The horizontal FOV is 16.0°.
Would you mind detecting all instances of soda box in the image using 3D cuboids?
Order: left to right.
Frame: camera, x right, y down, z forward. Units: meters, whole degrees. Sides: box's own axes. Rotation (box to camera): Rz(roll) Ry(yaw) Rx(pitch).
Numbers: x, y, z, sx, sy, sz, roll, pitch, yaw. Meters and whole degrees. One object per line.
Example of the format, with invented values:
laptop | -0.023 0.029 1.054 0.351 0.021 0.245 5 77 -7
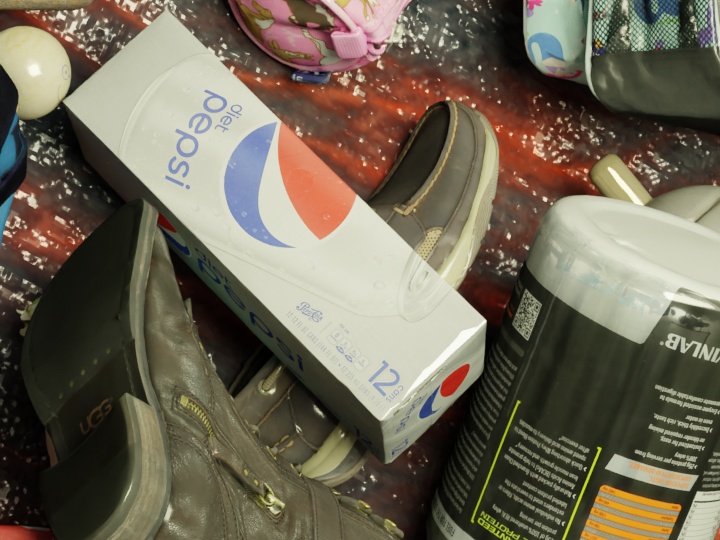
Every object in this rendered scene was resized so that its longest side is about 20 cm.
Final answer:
soda box | -0.036 -0.015 1.086 0.063 0.068 0.200 -42 73 -12

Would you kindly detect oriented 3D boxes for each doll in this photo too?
doll | -0.171 -0.024 1.039 0.048 0.137 0.201 10 51 15

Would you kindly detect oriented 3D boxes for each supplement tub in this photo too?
supplement tub | 0.103 0.079 1.112 0.122 0.123 0.201 13 108 -24

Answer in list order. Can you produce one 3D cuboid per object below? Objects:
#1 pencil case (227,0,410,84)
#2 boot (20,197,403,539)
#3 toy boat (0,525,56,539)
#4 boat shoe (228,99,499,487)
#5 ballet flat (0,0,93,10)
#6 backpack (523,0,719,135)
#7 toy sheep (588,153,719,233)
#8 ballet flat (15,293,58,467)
pencil case | 0.018 -0.180 1.197 0.087 0.083 0.200 50 59 -25
boot | -0.049 0.081 1.027 0.174 0.069 0.201 34 34 -33
toy boat | -0.174 0.125 1.014 0.199 0.131 0.131 7 44 -27
boat shoe | 0.000 0.000 1.147 0.073 0.074 0.201 33 63 -17
ballet flat | -0.210 -0.149 1.085 0.199 0.068 0.068 31 69 -6
backpack | 0.166 -0.167 1.206 0.177 0.150 0.202 3 92 -57
toy sheep | 0.178 0.024 1.208 0.200 0.138 0.138 45 61 5
ballet flat | -0.095 0.093 1.081 0.063 0.076 0.201 -15 75 -20
